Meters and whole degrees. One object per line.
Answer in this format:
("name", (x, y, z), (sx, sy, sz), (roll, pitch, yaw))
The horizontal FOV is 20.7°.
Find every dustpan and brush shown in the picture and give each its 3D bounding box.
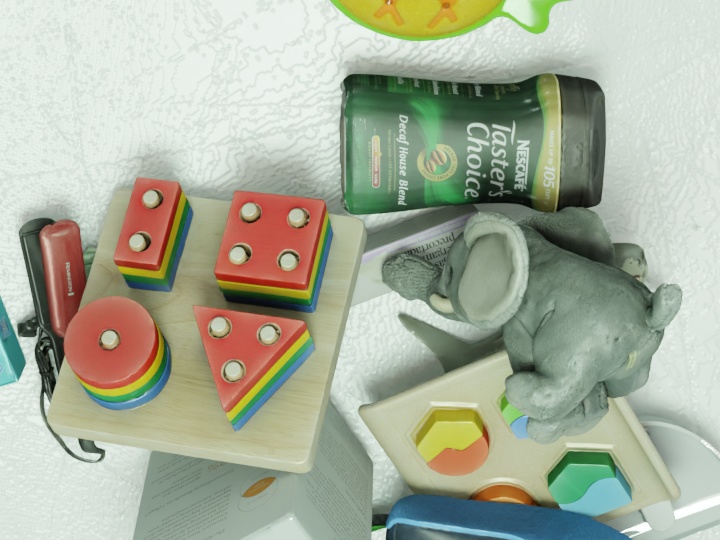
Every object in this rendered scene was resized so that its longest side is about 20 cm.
("dustpan and brush", (0.215, 0.142, 1.555), (0.139, 0.057, 0.201), (-22, 106, 7))

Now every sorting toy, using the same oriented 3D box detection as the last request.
("sorting toy", (0.122, 0.145, 1.516), (0.199, 0.037, 0.185), (-21, 121, 23))
("sorting toy", (-0.115, 0.029, 1.430), (0.199, 0.070, 0.200), (7, 65, 13))

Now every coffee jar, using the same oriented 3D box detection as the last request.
("coffee jar", (0.084, -0.095, 1.471), (0.199, 0.085, 0.105), (-1, 107, -1))

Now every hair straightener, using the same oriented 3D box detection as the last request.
("hair straightener", (-0.231, 0.055, 1.528), (0.041, 0.077, 0.201), (-22, 109, -33))

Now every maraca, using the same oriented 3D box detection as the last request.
("maraca", (0.065, -0.231, 1.418), (0.199, 0.107, 0.138), (4, 114, -2))

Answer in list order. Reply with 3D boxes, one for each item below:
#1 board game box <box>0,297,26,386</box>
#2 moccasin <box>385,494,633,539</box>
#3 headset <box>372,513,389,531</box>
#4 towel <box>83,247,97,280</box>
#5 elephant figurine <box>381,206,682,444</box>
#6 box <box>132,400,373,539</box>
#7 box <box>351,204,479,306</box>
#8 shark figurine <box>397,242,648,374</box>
("board game box", (-0.364, 0.011, 1.515), (0.150, 0.047, 0.201), (-17, 106, 4))
("moccasin", (0.118, 0.220, 1.511), (0.199, 0.080, 0.069), (11, 111, 12))
("headset", (0.017, 0.296, 1.581), (0.123, 0.094, 0.201), (17, 88, 30))
("towel", (-0.126, 0.059, 1.546), (0.199, 0.023, 0.153), (2, 107, -2))
("elephant figurine", (0.114, 0.011, 1.390), (0.155, 0.142, 0.200), (-35, 67, -1))
("box", (-0.080, 0.195, 1.481), (0.152, 0.200, 0.107), (-28, 114, 16))
("box", (0.000, 0.000, 1.503), (0.199, 0.041, 0.039), (-21, 111, -6))
("shark figurine", (0.145, 0.013, 1.523), (0.214, 0.128, 0.090), (-29, 73, 33))
